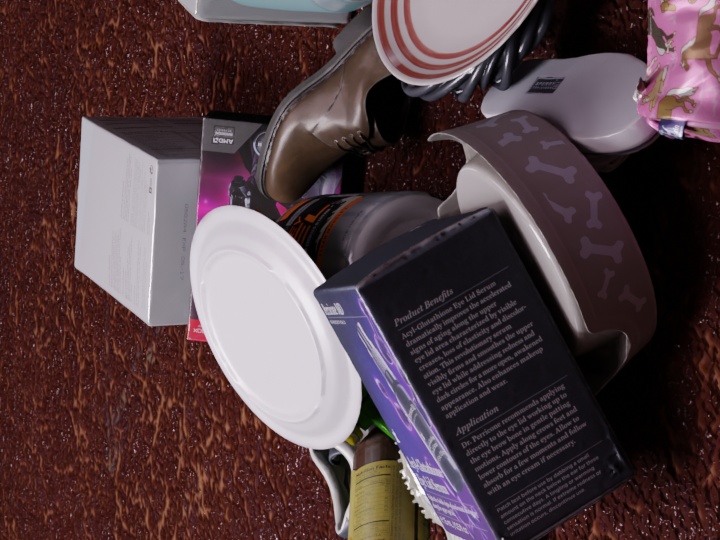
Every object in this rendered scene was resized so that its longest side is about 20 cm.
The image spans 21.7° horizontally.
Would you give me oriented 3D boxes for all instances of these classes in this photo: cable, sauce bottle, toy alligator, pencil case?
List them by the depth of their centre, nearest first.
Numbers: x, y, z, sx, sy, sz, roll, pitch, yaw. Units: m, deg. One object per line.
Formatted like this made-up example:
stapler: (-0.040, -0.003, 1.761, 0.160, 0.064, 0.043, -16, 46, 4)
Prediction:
pencil case: (0.207, -0.175, 1.096, 0.083, 0.086, 0.200, -166, 77, -72)
cable: (0.082, -0.190, 1.327, 0.200, 0.051, 0.163, -12, 61, 50)
sauce bottle: (0.024, 0.171, 1.448, 0.065, 0.065, 0.200, 119, 162, -45)
toy alligator: (-0.023, 0.083, 1.489, 0.054, 0.059, 0.200, 52, 169, -32)

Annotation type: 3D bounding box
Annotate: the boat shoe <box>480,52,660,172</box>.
boat shoe: (0.149, -0.095, 1.232, 0.072, 0.066, 0.200, -51, 23, -13)

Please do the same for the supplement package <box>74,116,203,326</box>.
supplement package: (-0.159, -0.052, 1.739, 0.200, 0.151, 0.152, 30, 118, 58)

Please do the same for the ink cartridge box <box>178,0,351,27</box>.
ink cartridge box: (-0.072, -0.310, 1.561, 0.083, 0.147, 0.200, 45, 129, 55)

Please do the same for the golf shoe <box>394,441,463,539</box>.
golf shoe: (0.090, 0.168, 1.381, 0.097, 0.078, 0.200, -27, 72, 41)

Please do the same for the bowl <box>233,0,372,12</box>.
bowl: (-0.022, -0.279, 1.449, 0.105, 0.201, 0.201, 33, 123, 36)

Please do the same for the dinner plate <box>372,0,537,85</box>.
dinner plate: (0.080, -0.215, 1.278, 0.200, 0.024, 0.200, -32, 48, 42)

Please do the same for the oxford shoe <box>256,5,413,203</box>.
oxford shoe: (-0.014, -0.117, 1.503, 0.200, 0.073, 0.084, -50, 56, 29)

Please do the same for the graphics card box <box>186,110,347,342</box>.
graphics card box: (-0.079, -0.032, 1.612, 0.051, 0.125, 0.200, -71, -12, -77)

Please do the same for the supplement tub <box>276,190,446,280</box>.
supplement tub: (0.000, 0.000, 1.466, 0.200, 0.122, 0.123, 0, 92, 63)

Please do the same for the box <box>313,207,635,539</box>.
box: (0.070, 0.070, 1.231, 0.200, 0.104, 0.148, 60, 169, -3)

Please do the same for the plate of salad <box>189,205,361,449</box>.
plate of salad: (-0.059, 0.040, 1.418, 0.200, 0.048, 0.200, 32, 136, 37)

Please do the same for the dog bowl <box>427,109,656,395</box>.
dog bowl: (0.119, -0.015, 1.221, 0.200, 0.059, 0.200, 55, 167, 20)

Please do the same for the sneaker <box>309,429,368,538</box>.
sneaker: (-0.008, 0.126, 1.543, 0.073, 0.071, 0.200, -54, 44, 50)
